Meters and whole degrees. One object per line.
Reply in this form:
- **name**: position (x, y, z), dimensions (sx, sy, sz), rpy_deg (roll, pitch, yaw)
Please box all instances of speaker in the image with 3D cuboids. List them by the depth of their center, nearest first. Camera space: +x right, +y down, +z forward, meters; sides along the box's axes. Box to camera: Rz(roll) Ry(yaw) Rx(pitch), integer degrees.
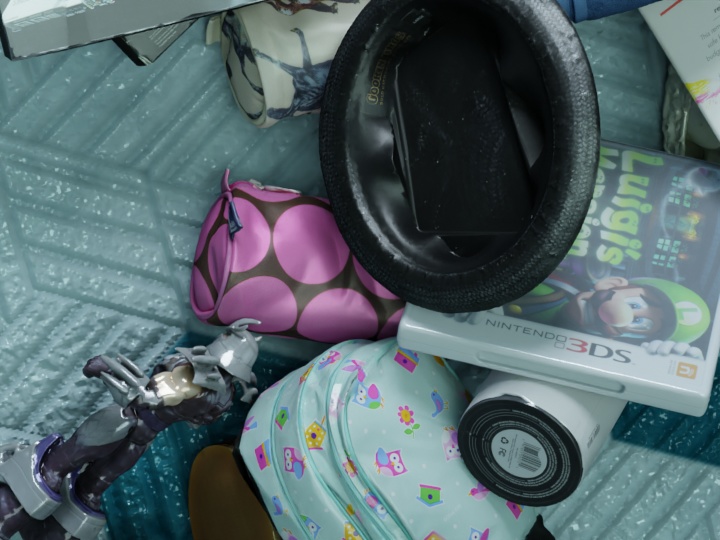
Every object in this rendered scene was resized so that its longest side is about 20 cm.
- **speaker**: position (0.132, 0.051, 1.517), dimensions (0.081, 0.081, 0.200), rpy_deg (55, 40, -16)

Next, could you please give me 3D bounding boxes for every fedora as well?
- **fedora**: position (0.072, -0.075, 1.447), dimensions (0.092, 0.200, 0.201), rpy_deg (2, 102, -59)

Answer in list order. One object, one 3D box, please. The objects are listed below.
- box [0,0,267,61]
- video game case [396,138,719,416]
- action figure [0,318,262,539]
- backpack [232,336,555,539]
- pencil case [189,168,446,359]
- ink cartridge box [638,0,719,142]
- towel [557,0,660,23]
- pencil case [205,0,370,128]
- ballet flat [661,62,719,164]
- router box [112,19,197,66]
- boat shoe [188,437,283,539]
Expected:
- **box**: position (-0.146, -0.233, 1.411), dimensions (0.157, 0.050, 0.200), rpy_deg (-14, 101, -11)
- **video game case**: position (0.132, -0.009, 1.495), dimensions (0.182, 0.200, 0.023), rpy_deg (13, 135, 7)
- **action figure**: position (-0.138, 0.091, 1.500), dimensions (0.200, 0.130, 0.069), rpy_deg (-38, 62, 8)
- **backpack**: position (0.023, 0.135, 1.518), dimensions (0.127, 0.167, 0.200), rpy_deg (-29, 103, 39)
- **pencil case**: position (0.000, 0.000, 1.538), dimensions (0.200, 0.091, 0.094), rpy_deg (11, 71, -18)
- **ink cartridge box**: position (0.246, -0.148, 1.511), dimensions (0.117, 0.067, 0.200), rpy_deg (-35, 73, 22)
- **towel**: position (0.186, -0.216, 1.441), dimensions (0.200, 0.049, 0.112), rpy_deg (-16, 87, -4)
- **pencil case**: position (0.011, -0.150, 1.517), dimensions (0.200, 0.089, 0.078), rpy_deg (-18, 131, -10)
- **ballet flat**: position (0.228, -0.061, 1.593), dimensions (0.072, 0.072, 0.200), rpy_deg (2, 98, -14)
- **router box**: position (-0.111, -0.241, 1.477), dimensions (0.200, 0.062, 0.150), rpy_deg (-44, 106, -4)
- **boat shoe**: position (-0.050, 0.196, 1.569), dimensions (0.070, 0.070, 0.200), rpy_deg (-23, 102, -48)
